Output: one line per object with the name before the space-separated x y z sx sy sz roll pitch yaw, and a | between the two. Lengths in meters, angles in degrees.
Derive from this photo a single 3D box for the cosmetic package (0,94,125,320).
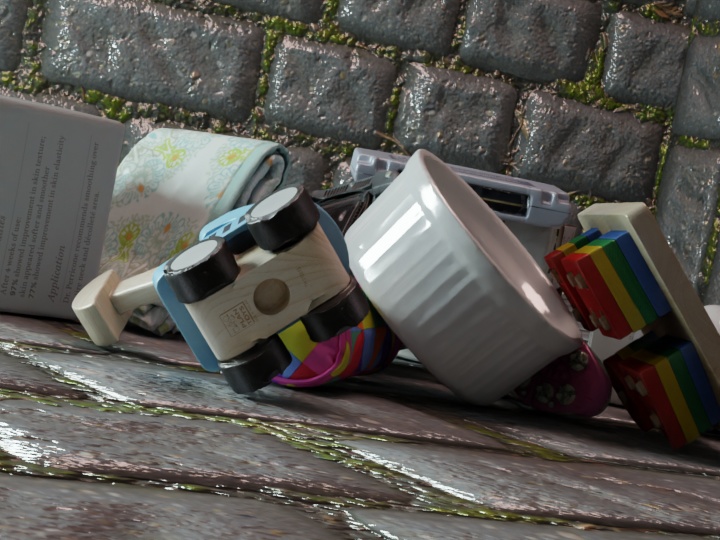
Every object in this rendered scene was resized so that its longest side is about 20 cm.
cosmetic package | -0.324 -0.064 1.535 0.199 0.169 0.166 10 3 -36

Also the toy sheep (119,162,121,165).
toy sheep | -0.217 -0.038 1.880 0.199 0.140 0.137 -1 -6 40

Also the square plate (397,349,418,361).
square plate | 0.104 0.079 1.872 0.196 0.029 0.200 13 3 22

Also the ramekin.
ramekin | 0.077 0.011 1.499 0.201 0.098 0.201 47 12 -13

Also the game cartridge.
game cartridge | 0.089 -0.077 1.749 0.198 0.041 0.133 11 11 -3

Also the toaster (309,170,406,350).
toaster | 0.000 0.000 1.676 0.199 0.114 0.129 -14 -51 47

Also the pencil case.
pencil case | -0.026 0.045 1.453 0.087 0.089 0.200 12 1 16

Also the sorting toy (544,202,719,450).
sorting toy | 0.224 0.050 1.503 0.069 0.200 0.200 -30 3 -3

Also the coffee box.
coffee box | 0.144 -0.019 1.889 0.113 0.081 0.200 13 3 14

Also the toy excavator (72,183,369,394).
toy excavator | -0.105 0.011 1.332 0.193 0.100 0.200 -32 19 -2

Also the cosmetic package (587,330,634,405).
cosmetic package | 0.272 0.085 1.839 0.106 0.086 0.200 9 3 7

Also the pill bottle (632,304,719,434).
pill bottle | 0.343 0.092 1.673 0.198 0.113 0.112 11 2 -12

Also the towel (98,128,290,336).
towel | -0.171 -0.040 1.625 0.170 0.201 0.048 13 -32 41

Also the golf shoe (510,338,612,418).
golf shoe | 0.154 0.080 1.600 0.091 0.076 0.199 31 -2 -37
